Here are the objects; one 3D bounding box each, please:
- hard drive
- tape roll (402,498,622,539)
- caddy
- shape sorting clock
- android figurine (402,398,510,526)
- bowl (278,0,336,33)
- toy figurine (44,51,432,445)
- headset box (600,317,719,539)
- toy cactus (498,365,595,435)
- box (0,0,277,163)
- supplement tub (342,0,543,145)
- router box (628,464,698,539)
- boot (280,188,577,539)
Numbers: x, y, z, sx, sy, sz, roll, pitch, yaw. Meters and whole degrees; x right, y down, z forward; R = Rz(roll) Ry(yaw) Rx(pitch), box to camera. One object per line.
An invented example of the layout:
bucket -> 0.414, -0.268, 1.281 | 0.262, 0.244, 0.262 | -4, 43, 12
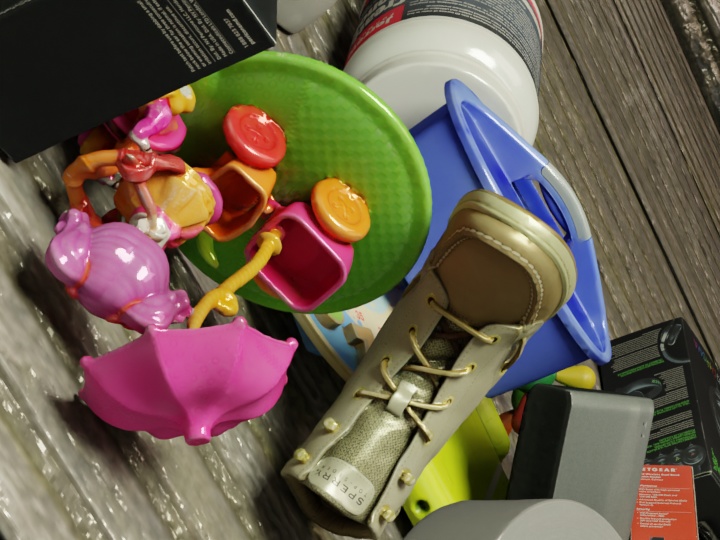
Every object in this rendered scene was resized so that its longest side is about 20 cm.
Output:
hard drive -> 0.139, 0.146, 1.108 | 0.200, 0.033, 0.140 | 13, 89, -65
tape roll -> 0.085, 0.224, 0.925 | 0.200, 0.066, 0.200 | 11, 76, -51
caddy -> 0.087, -0.021, 1.056 | 0.200, 0.105, 0.141 | 59, 14, -10
shape sorting clock -> 0.000, 0.000, 1.017 | 0.200, 0.039, 0.200 | 44, 23, -25
android figurine -> 0.060, 0.129, 1.103 | 0.200, 0.041, 0.182 | 64, 20, -8
bowl -> -0.068, -0.283, 1.135 | 0.200, 0.075, 0.200 | 38, 35, -53
toy figurine -> -0.079, -0.010, 0.777 | 0.200, 0.150, 0.184 | 42, 36, -11
headset box -> 0.310, 0.180, 1.633 | 0.174, 0.093, 0.200 | 51, 27, -40
toy cactus -> 0.096, 0.038, 1.218 | 0.165, 0.102, 0.200 | 39, 31, -47
box -> -0.114, -0.163, 0.787 | 0.079, 0.141, 0.200 | 54, 24, -41
supplement tub -> 0.057, -0.131, 1.207 | 0.140, 0.140, 0.200 | 60, 21, -24
router box -> 0.215, 0.272, 1.236 | 0.180, 0.049, 0.200 | -77, 166, -58
boot -> 0.030, 0.054, 0.855 | 0.072, 0.155, 0.200 | 37, -21, 6
